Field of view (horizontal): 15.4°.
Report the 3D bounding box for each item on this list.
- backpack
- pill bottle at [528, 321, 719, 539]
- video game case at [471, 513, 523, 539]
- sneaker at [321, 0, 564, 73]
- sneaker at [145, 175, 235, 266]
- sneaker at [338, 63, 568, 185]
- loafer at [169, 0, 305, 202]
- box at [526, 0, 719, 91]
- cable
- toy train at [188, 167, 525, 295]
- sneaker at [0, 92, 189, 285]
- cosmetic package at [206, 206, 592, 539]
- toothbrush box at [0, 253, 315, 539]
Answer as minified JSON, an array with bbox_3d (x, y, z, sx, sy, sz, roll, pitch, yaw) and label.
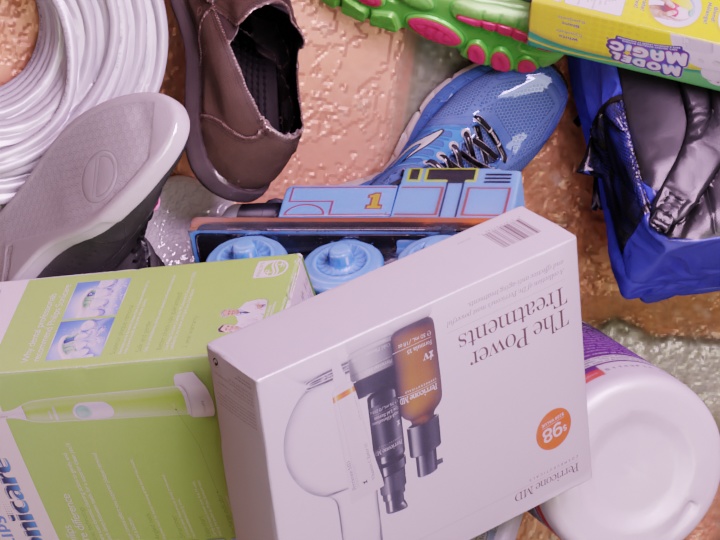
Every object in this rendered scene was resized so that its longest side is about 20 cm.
[{"bbox_3d":[0.198,-0.090,1.565,0.162,0.168,0.201,-6,71,-17],"label":"backpack"},{"bbox_3d":[0.122,0.089,1.559,0.111,0.200,0.112,-5,105,-17],"label":"pill bottle"},{"bbox_3d":[-0.024,0.189,1.437,0.023,0.182,0.200,73,31,-54],"label":"video game case"},{"bbox_3d":[0.035,-0.184,1.544,0.200,0.077,0.084,26,56,-14],"label":"sneaker"},{"bbox_3d":[-0.065,0.039,1.560,0.076,0.105,0.200,-34,81,-11],"label":"sneaker"},{"bbox_3d":[0.049,-0.047,1.562,0.200,0.089,0.079,-42,113,-4],"label":"sneaker"},{"bbox_3d":[-0.058,-0.139,1.475,0.073,0.071,0.201,9,65,-40],"label":"loafer"},{"bbox_3d":[0.203,-0.159,1.482,0.199,0.048,0.118,14,60,9],"label":"box"},{"bbox_3d":[-0.210,-0.130,1.469,0.200,0.069,0.200,33,91,-23],"label":"cable"},{"bbox_3d":[0.000,0.000,1.463,0.199,0.114,0.087,0,127,13],"label":"toy train"},{"bbox_3d":[-0.132,-0.024,1.461,0.099,0.071,0.200,16,134,-38],"label":"sneaker"},{"bbox_3d":[0.025,0.074,1.357,0.200,0.052,0.151,-24,126,-27],"label":"cosmetic package"},{"bbox_3d":[-0.112,0.079,1.421,0.199,0.086,0.146,-7,127,17],"label":"toothbrush box"}]
